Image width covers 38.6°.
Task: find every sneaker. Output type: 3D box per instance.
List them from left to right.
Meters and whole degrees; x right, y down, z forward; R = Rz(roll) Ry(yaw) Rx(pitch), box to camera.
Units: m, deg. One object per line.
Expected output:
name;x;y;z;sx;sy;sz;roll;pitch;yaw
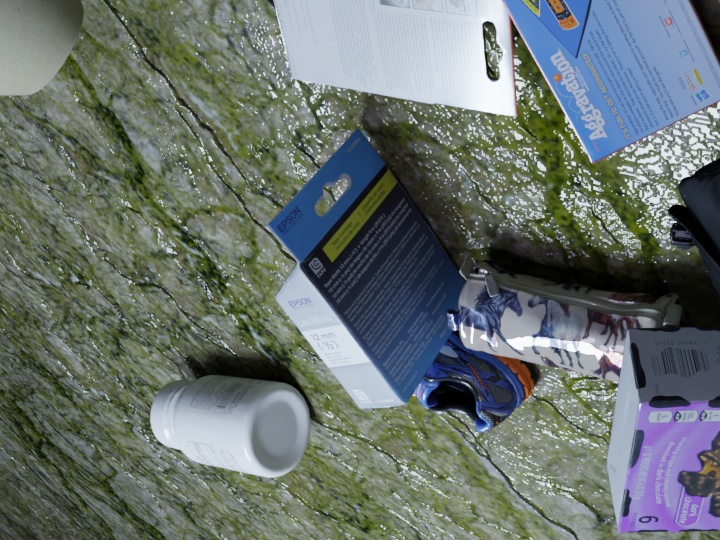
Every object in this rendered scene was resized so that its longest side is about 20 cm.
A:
sneaker;0.067;0.091;1.003;0.199;0.079;0.076;22;141;23

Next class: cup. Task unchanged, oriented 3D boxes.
cup;-0.341;-0.240;0.935;0.200;0.201;0.143;-6;151;45

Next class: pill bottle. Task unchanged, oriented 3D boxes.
pill bottle;-0.169;0.190;1.292;0.199;0.114;0.115;1;130;42

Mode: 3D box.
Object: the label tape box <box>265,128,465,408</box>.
label tape box;0.000;0.000;0.905;0.066;0.143;0.200;-14;119;48

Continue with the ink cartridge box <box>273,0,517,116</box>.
ink cartridge box;0.030;-0.185;0.758;0.199;0.050;0.109;16;138;28

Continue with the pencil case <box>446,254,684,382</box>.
pencil case;0.174;0.043;0.855;0.199;0.078;0.090;11;151;34

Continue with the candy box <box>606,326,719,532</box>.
candy box;0.295;0.121;0.767;0.199;0.072;0.168;-2;134;5

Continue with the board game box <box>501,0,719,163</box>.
board game box;0.148;-0.174;0.652;0.103;0.019;0.200;-26;113;21

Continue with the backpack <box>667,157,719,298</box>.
backpack;0.300;0.007;0.632;0.201;0.126;0.167;62;171;-1
